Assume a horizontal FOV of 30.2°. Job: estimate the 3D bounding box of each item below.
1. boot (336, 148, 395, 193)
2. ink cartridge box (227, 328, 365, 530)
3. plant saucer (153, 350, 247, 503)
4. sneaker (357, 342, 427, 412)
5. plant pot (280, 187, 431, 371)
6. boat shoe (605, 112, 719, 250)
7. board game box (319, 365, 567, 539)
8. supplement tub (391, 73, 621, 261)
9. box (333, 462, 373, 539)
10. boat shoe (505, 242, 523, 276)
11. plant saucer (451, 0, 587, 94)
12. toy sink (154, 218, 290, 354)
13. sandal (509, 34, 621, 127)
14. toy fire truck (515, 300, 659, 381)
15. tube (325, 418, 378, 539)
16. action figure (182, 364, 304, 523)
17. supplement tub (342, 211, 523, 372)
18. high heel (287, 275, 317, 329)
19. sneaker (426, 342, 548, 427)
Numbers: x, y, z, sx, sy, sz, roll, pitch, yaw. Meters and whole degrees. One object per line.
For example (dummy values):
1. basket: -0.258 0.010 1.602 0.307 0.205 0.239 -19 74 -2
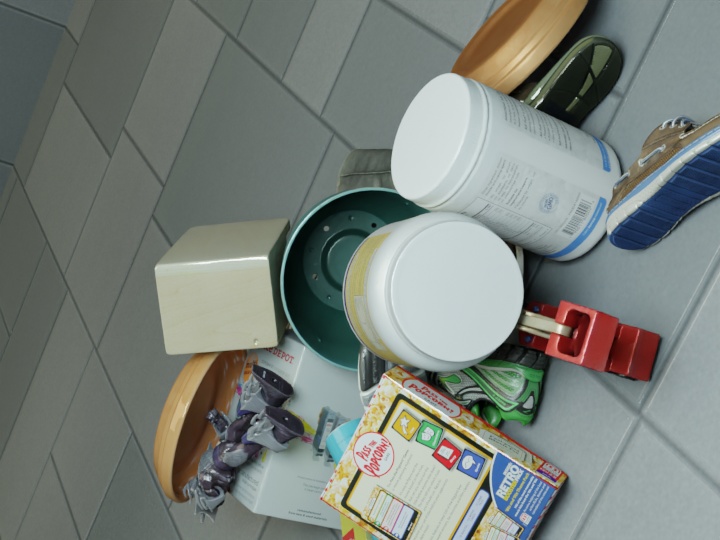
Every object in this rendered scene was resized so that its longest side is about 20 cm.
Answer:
1. boot: 0.048 -0.141 1.639 0.200 0.072 0.184 8 81 67
2. ink cartridge box: -0.065 0.182 1.579 0.145 0.144 0.202 19 91 60
3. plant saucer: -0.189 0.171 1.562 0.200 0.037 0.202 19 -90 -77
4. sneaker: 0.034 0.147 1.427 0.202 0.074 0.115 68 166 -15
5. plant pot: 0.000 0.000 1.519 0.161 0.199 0.203 -138 67 -78
6. boat shoe: 0.287 -0.099 1.200 0.200 0.072 0.073 -41 42 43
7. board game box: 0.078 0.211 1.301 0.199 0.046 0.153 32 108 15
8. supplement tub: 0.144 -0.098 1.306 0.132 0.199 0.133 -38 41 44
9. box: 0.021 0.292 1.452 0.050 0.075 0.202 -45 41 40
10. boat shoe: 0.134 -0.040 1.421 0.072 0.059 0.202 115 157 -57
11. plant saucer: 0.162 -0.248 1.418 0.200 0.037 0.201 -45 15 16
12. toy sink: -0.149 0.019 1.549 0.200 0.129 0.113 -77 -18 -75
13. sandal: 0.186 -0.167 1.387 0.201 0.080 0.058 -43 37 16
14. toy fire truck: 0.191 0.058 1.213 0.199 0.140 0.049 15 88 60
15. tube: 0.031 0.252 1.412 0.077 0.050 0.201 -36 65 8
16. action figure: -0.144 0.197 1.487 0.200 0.069 0.131 -47 33 32
17. supplement tub: 0.067 0.021 1.263 0.200 0.144 0.147 174 111 -79
18. high heel: -0.052 0.032 1.718 0.199 0.071 0.144 -26 47 49
19. sneaker: 0.109 0.118 1.385 0.199 0.077 0.086 -3 74 58
